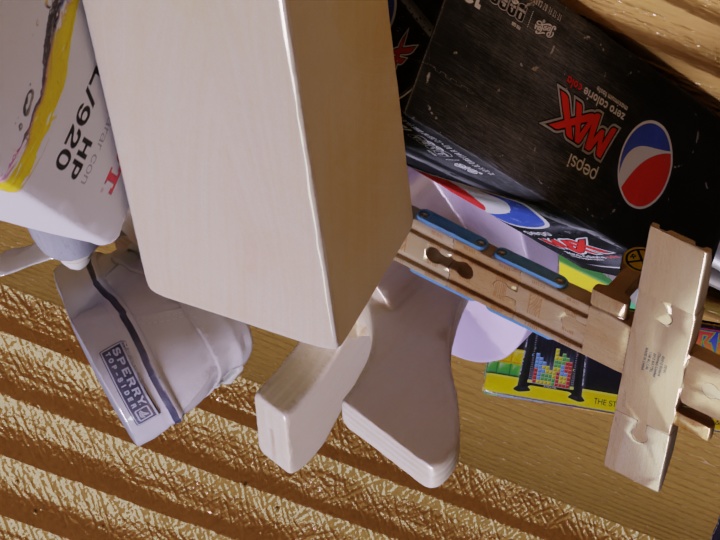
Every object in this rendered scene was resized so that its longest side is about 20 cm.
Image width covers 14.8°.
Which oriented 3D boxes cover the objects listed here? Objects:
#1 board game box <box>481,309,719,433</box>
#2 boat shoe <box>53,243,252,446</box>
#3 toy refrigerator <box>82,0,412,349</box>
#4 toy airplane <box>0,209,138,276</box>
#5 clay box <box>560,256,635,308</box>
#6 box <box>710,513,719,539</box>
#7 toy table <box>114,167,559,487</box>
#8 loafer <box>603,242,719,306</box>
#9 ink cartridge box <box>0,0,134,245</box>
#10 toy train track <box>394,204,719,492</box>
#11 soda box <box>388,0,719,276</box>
[{"bbox_3d":[0.167,0.052,1.438,0.199,0.057,0.165,10,180,4],"label":"board game box"},{"bbox_3d":[-0.077,0.018,1.080,0.072,0.065,0.200,62,176,-4],"label":"boat shoe"},{"bbox_3d":[-0.035,-0.071,0.885,0.076,0.070,0.201,17,143,21],"label":"toy refrigerator"},{"bbox_3d":[-0.157,-0.088,1.087,0.199,0.141,0.200,44,-178,-16],"label":"toy airplane"},{"bbox_3d":[0.065,-0.029,1.316,0.199,0.048,0.115,26,171,-34],"label":"clay box"},{"bbox_3d":[0.251,0.068,1.003,0.199,0.183,0.104,21,172,-17],"label":"box"},{"bbox_3d":[0.000,0.000,1.150,0.183,0.117,0.201,31,152,34],"label":"toy table"},{"bbox_3d":[0.119,-0.021,1.143,0.199,0.070,0.070,17,173,22],"label":"loafer"},{"bbox_3d":[-0.150,-0.114,0.869,0.144,0.148,0.200,17,172,20],"label":"ink cartridge box"},{"bbox_3d":[0.076,0.007,0.995,0.199,0.033,0.115,26,135,21],"label":"toy train track"},{"bbox_3d":[0.063,-0.056,1.023,0.063,0.071,0.200,14,170,43],"label":"soda box"}]
